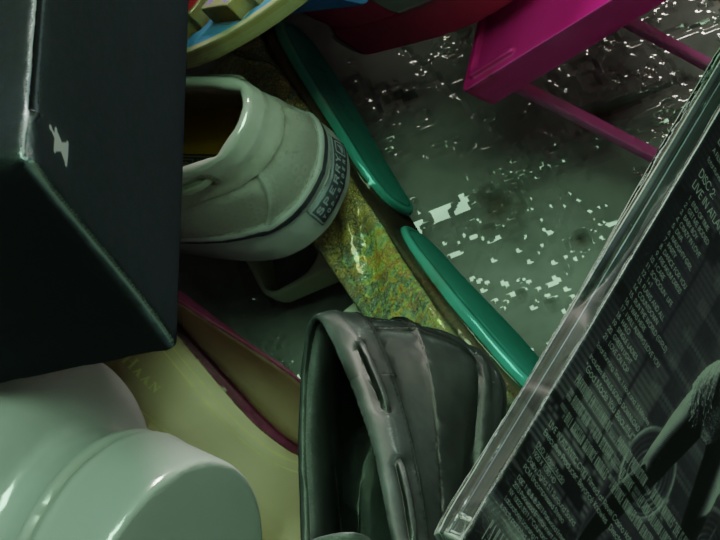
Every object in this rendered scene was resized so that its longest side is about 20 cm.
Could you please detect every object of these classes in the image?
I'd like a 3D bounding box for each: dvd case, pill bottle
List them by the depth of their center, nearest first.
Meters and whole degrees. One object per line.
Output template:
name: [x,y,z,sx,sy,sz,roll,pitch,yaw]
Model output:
dvd case: [0.105,0.043,0.909,0.016,0.149,0.200,14,61,40]
pill bottle: [-0.135,0.071,0.916,0.199,0.120,0.120,21,65,31]

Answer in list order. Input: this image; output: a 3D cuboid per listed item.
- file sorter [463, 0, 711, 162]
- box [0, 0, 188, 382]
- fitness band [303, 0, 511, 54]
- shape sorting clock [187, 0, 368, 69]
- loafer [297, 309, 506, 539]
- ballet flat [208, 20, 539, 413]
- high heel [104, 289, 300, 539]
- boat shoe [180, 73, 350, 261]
file sorter: [0.141,-0.144,0.997,0.125,0.139,0.201,25,62,-23]
box: [-0.161,-0.047,0.858,0.199,0.107,0.149,-11,56,17]
fitness band: [0.038,-0.151,1.016,0.037,0.200,0.144,31,71,-24]
shape sorting clock: [-0.008,-0.146,0.986,0.039,0.200,0.201,39,65,-22]
loafer: [0.001,0.104,0.871,0.070,0.068,0.201,21,55,-25]
ballet flat: [0.000,0.000,0.996,0.070,0.071,0.200,-30,62,-10]
high heel: [-0.033,0.061,0.941,0.199,0.096,0.068,28,72,22]
boat shoe: [-0.103,-0.038,0.987,0.199,0.070,0.071,1,65,35]
